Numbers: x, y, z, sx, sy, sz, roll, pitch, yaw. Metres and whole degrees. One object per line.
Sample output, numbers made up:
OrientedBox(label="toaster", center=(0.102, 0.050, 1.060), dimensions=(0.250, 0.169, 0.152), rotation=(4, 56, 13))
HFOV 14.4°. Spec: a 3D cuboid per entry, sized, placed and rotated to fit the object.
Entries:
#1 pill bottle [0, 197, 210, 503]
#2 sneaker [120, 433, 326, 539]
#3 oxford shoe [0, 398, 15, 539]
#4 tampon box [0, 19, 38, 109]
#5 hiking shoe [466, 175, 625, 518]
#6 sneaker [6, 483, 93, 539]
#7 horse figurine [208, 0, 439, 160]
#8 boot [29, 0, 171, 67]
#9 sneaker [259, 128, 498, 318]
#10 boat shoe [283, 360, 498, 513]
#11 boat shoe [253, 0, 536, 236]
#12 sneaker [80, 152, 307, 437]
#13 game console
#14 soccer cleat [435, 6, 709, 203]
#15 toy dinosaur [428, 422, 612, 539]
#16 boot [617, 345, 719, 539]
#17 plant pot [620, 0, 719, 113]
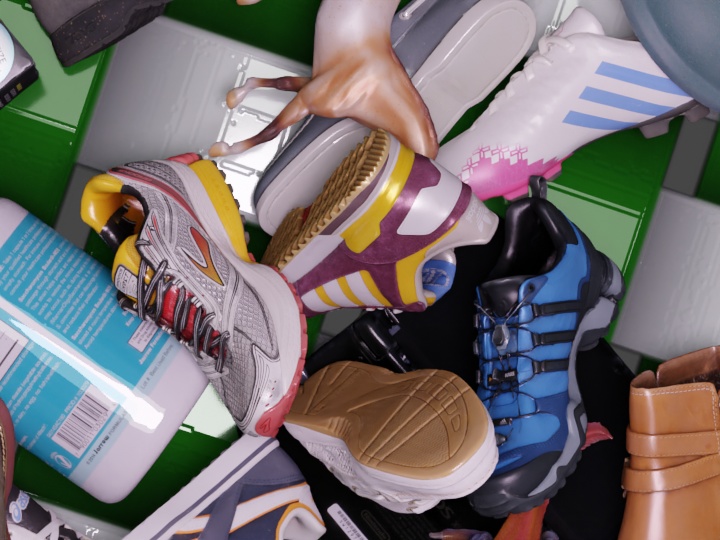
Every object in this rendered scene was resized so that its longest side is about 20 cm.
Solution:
OrientedBox(label="pill bottle", center=(-0.187, 0.034, 1.602), dimensions=(0.200, 0.111, 0.111), rotation=(36, 87, -4))
OrientedBox(label="sneaker", center=(-0.098, 0.169, 1.577), dimensions=(0.200, 0.078, 0.079), rotation=(-39, 86, -32))
OrientedBox(label="oxford shoe", center=(-0.221, 0.165, 1.549), dimensions=(0.070, 0.075, 0.200), rotation=(-5, 102, 7))
OrientedBox(label="tampon box", center=(-0.301, -0.106, 1.584), dimensions=(0.200, 0.126, 0.150), rotation=(-40, 94, -4))
OrientedBox(label="hiking shoe", center=(0.084, 0.047, 1.576), dimensions=(0.074, 0.200, 0.087), rotation=(-15, 129, 32))
OrientedBox(label="sneaker", center=(-0.179, 0.166, 1.618), dimensions=(0.200, 0.072, 0.073), rotation=(18, 116, -3))
OrientedBox(label="horse figurine", center=(-0.019, -0.139, 1.608), dimensions=(0.132, 0.050, 0.200), rotation=(-6, 71, 26))
OrientedBox(label="boot", center=(-0.128, -0.210, 1.596), dimensions=(0.200, 0.068, 0.131), rotation=(-28, 95, 26))
OrientedBox(label="sneaker", center=(0.000, 0.000, 1.583), dimensions=(0.090, 0.200, 0.075), rotation=(31, 59, -10))
OrientedBox(label="boat shoe", center=(0.027, 0.097, 1.536), dimensions=(0.071, 0.200, 0.069), rotation=(-39, 111, -14))
OrientedBox(label="boat shoe", center=(0.012, -0.099, 1.655), dimensions=(0.200, 0.073, 0.062), rotation=(-42, 50, 3))
OrientedBox(label="sneaker", center=(-0.094, 0.017, 1.554), dimensions=(0.082, 0.200, 0.078), rotation=(-3, 133, -33))
OrientedBox(label="game console", center=(0.061, 0.101, 1.669), dimensions=(0.176, 0.116, 0.200), rotation=(-39, 93, 26))
OrientedBox(label="soccer cleat", center=(0.109, -0.101, 1.645), dimensions=(0.200, 0.070, 0.086), rotation=(-24, 108, -12))
OrientedBox(label="toy dinosaur", center=(0.047, 0.189, 1.539), dimensions=(0.105, 0.181, 0.200), rotation=(18, 113, 12))
OrientedBox(label="boot", center=(0.167, 0.140, 1.589), dimensions=(0.200, 0.077, 0.155), rotation=(-26, 120, -45))
OrientedBox(label="plant pot", center=(0.258, -0.192, 1.599), dimensions=(0.200, 0.134, 0.201), rotation=(4, 80, -21))
